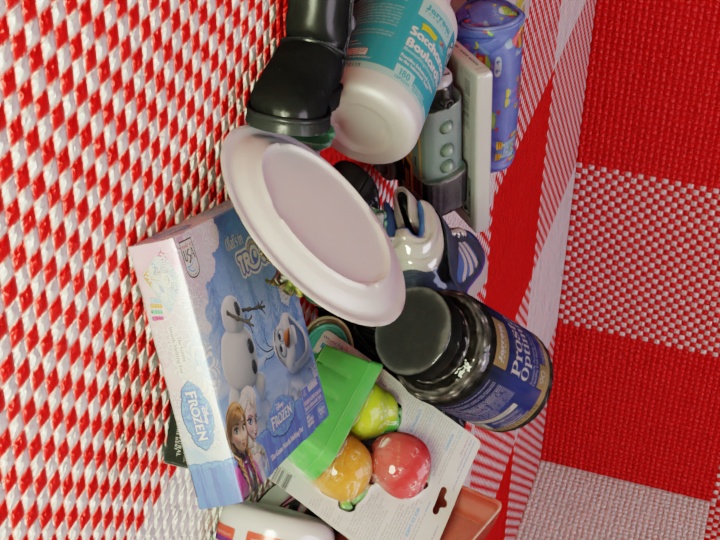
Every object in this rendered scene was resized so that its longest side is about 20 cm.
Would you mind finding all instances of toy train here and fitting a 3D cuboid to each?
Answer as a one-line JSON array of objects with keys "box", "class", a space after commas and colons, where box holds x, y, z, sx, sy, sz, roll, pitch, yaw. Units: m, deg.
[{"box": [0.068, -0.153, 1.531, 0.084, 0.114, 0.202, -25, 137, -22], "class": "toy train"}]

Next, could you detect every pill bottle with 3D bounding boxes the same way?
[{"box": [-0.097, 0.323, 1.306, 0.112, 0.111, 0.203, 32, 71, -75], "class": "pill bottle"}, {"box": [0.030, -0.211, 1.378, 0.111, 0.109, 0.202, 82, 24, -53], "class": "pill bottle"}, {"box": [0.100, 0.085, 1.373, 0.199, 0.111, 0.114, 29, 73, -53], "class": "pill bottle"}]

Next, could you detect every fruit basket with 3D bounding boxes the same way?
[{"box": [0.006, 0.179, 1.360, 0.094, 0.199, 0.186, -38, -163, 48], "class": "fruit basket"}]

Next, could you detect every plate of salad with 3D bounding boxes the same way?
[{"box": [-0.042, -0.033, 1.129, 0.048, 0.201, 0.200, -40, -177, 26], "class": "plate of salad"}]

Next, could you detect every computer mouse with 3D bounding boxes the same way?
[{"box": [0.000, 0.000, 1.408, 0.046, 0.140, 0.203, -24, 133, -38], "class": "computer mouse"}]

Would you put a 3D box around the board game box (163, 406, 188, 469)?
[{"box": [-0.113, 0.086, 1.226, 0.200, 0.028, 0.138, -17, 117, -74], "class": "board game box"}]

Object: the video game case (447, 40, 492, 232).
[{"box": [0.097, -0.172, 1.587, 0.182, 0.023, 0.202, -129, -151, -48], "class": "video game case"}]

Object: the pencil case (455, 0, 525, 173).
[{"box": [0.139, -0.210, 1.589, 0.079, 0.085, 0.202, -85, 175, -53], "class": "pencil case"}]

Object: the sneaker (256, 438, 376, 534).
[{"box": [-0.024, 0.219, 1.420, 0.201, 0.086, 0.081, -54, 143, -15], "class": "sneaker"}]

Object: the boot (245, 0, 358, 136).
[{"box": [-0.042, -0.209, 1.180, 0.198, 0.072, 0.165, -60, 160, -69], "class": "boot"}]

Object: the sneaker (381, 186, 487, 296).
[{"box": [0.076, -0.036, 1.485, 0.201, 0.079, 0.148, -66, 142, -56], "class": "sneaker"}]

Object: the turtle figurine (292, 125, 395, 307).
[{"box": [-0.036, -0.025, 1.294, 0.151, 0.099, 0.202, -76, 155, -47], "class": "turtle figurine"}]

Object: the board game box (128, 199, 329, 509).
[{"box": [-0.096, 0.054, 1.097, 0.200, 0.043, 0.202, -38, 114, -68], "class": "board game box"}]

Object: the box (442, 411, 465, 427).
[{"box": [0.063, 0.192, 1.792, 0.200, 0.122, 0.200, 59, 44, -70], "class": "box"}]

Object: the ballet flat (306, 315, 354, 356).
[{"box": [-0.044, 0.126, 1.477, 0.070, 0.068, 0.203, -52, 152, -60], "class": "ballet flat"}]

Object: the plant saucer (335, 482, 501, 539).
[{"box": [0.018, 0.282, 1.390, 0.200, 0.198, 0.037, -43, 124, -25], "class": "plant saucer"}]

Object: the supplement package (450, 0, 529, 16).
[{"box": [0.136, -0.325, 1.689, 0.201, 0.108, 0.115, -63, 159, -49], "class": "supplement package"}]

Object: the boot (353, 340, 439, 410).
[{"box": [0.030, 0.062, 1.521, 0.211, 0.078, 0.160, 47, -46, 53], "class": "boot"}]
